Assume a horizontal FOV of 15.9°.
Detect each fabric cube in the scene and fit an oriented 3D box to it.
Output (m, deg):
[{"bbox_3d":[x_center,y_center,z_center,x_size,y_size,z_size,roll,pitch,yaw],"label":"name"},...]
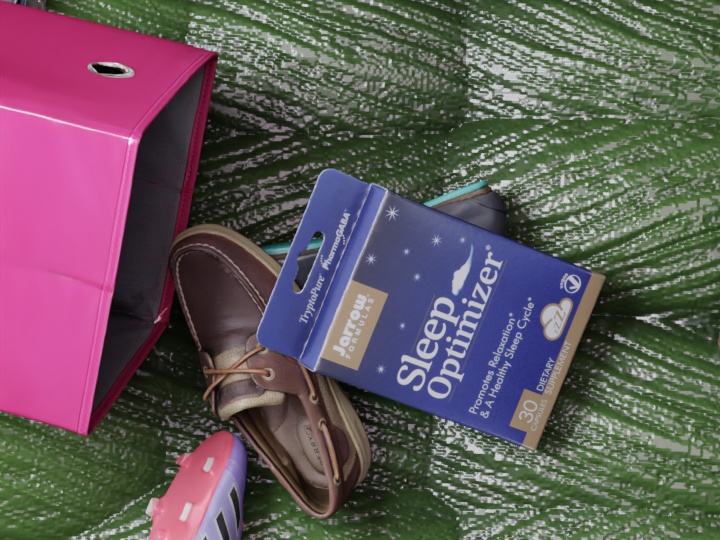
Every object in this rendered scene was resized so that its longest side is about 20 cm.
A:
[{"bbox_3d":[-0.217,-0.044,1.567,0.199,0.196,0.200,15,111,6],"label":"fabric cube"}]

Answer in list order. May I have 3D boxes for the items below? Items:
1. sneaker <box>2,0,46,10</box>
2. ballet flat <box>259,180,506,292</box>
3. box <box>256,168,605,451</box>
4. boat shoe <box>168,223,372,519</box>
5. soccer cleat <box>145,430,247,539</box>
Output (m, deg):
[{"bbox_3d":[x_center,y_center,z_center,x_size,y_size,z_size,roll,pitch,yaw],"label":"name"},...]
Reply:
[{"bbox_3d":[-0.291,-0.169,1.674,0.146,0.077,0.202,32,85,9],"label":"sneaker"},{"bbox_3d":[0.000,0.000,1.643,0.200,0.073,0.073,-16,83,-2],"label":"ballet flat"},{"bbox_3d":[0.044,0.025,1.602,0.200,0.032,0.121,21,93,-24],"label":"box"},{"bbox_3d":[-0.061,0.066,1.603,0.072,0.072,0.200,-20,107,25],"label":"boat shoe"},{"bbox_3d":[-0.105,0.202,1.636,0.076,0.067,0.200,25,78,-25],"label":"soccer cleat"}]
